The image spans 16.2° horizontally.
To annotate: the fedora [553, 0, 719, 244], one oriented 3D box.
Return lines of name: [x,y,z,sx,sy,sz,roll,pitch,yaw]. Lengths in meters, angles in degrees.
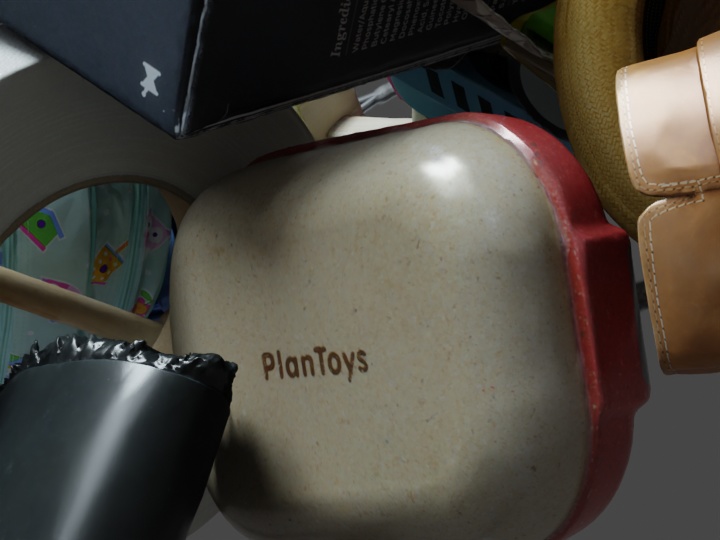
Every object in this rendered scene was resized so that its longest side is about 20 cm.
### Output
fedora: [0.160,-0.071,0.775,0.200,0.201,0.082,-31,-17,6]

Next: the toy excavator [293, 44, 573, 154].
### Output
toy excavator: [0.045,-0.073,1.017,0.194,0.201,0.100,31,54,22]

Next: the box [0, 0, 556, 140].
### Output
box: [-0.046,-0.156,0.843,0.200,0.125,0.196,33,38,32]

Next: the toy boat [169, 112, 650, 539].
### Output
toy boat: [0.030,0.019,0.806,0.130,0.131,0.199,-8,1,-39]

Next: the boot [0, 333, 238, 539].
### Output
boot: [-0.075,0.097,0.739,0.198,0.073,0.163,-17,46,53]

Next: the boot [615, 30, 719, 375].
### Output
boot: [0.146,-0.068,0.699,0.154,0.074,0.201,-9,67,23]

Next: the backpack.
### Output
backpack: [-0.145,-0.017,1.003,0.126,0.168,0.200,-8,-21,-19]

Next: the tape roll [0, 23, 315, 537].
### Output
tape roll: [-0.098,0.012,0.861,0.202,0.203,0.037,-38,39,-16]

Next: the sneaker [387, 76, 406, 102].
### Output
sneaker: [0.049,-0.126,1.168,0.088,0.082,0.200,-33,26,-8]

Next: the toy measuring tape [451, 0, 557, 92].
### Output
toy measuring tape: [0.080,-0.091,0.826,0.073,0.200,0.074,-17,59,31]

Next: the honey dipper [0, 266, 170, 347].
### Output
honey dipper: [-0.104,0.011,0.902,0.038,0.199,0.038,-20,59,38]

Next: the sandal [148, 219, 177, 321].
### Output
sandal: [-0.097,-0.010,1.114,0.200,0.080,0.087,-10,33,52]
